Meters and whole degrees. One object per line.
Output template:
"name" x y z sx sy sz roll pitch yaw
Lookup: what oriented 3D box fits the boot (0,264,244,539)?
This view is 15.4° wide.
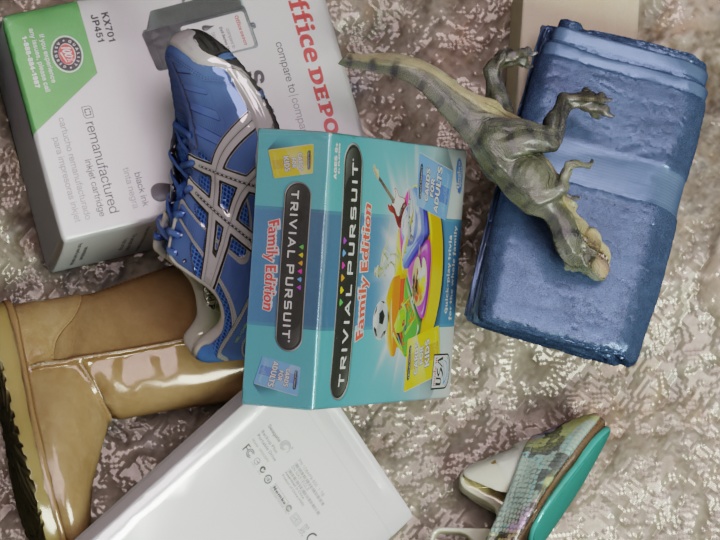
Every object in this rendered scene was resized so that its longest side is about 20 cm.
"boot" -0.113 0.077 1.581 0.199 0.066 0.176 -11 80 -16

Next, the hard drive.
"hard drive" -0.076 0.161 1.562 0.200 0.027 0.132 -42 114 -19

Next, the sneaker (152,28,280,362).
"sneaker" -0.081 -0.039 1.524 0.077 0.076 0.201 -19 105 -18

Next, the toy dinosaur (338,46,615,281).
"toy dinosaur" 0.090 -0.085 1.554 0.200 0.047 0.088 42 68 2

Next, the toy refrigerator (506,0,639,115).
"toy refrigerator" 0.129 -0.080 1.671 0.075 0.070 0.201 5 75 -4

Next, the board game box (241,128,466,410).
"board game box" 0.000 0.000 1.528 0.047 0.200 0.152 4 92 24

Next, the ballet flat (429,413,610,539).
"ballet flat" 0.080 0.162 1.606 0.071 0.069 0.201 23 72 15

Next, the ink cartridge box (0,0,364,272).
"ink cartridge box" -0.108 -0.097 1.614 0.199 0.083 0.147 -14 81 -16

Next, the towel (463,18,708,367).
"towel" 0.138 -0.046 1.602 0.111 0.049 0.201 16 74 0
